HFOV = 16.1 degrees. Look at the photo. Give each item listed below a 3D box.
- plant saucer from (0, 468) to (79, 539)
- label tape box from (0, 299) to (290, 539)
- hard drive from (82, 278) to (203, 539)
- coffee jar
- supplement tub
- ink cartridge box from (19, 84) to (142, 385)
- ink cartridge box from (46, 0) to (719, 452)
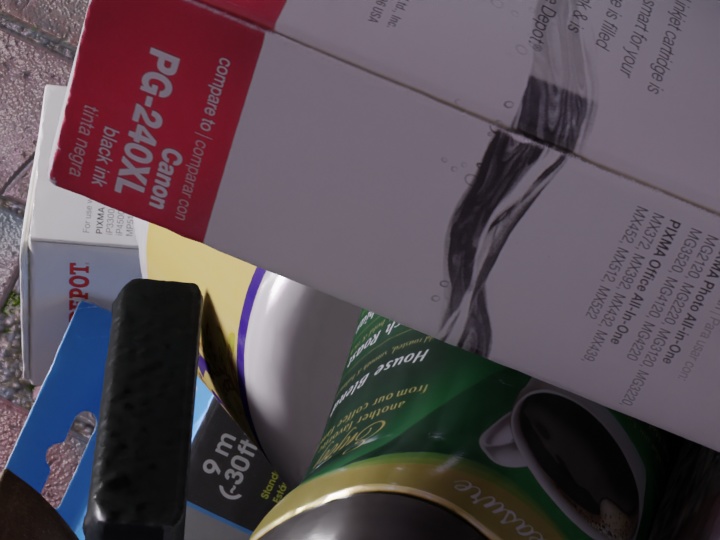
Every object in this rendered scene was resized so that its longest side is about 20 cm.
[{"bbox_3d":[-0.120,0.173,0.913,0.200,0.036,0.202,-174,90,-86],"label":"plant saucer"},{"bbox_3d":[-0.058,0.120,1.087,0.066,0.199,0.144,-104,39,-78],"label":"label tape box"},{"bbox_3d":[-0.080,0.123,0.883,0.140,0.033,0.201,-91,6,-58],"label":"hard drive"},{"bbox_3d":[0.035,0.055,0.700,0.085,0.104,0.201,-30,24,38],"label":"coffee jar"},{"bbox_3d":[0.000,0.000,0.946,0.146,0.145,0.200,-65,26,8],"label":"supplement tub"},{"bbox_3d":[-0.049,-0.006,1.139,0.147,0.198,0.083,104,170,-62],"label":"ink cartridge box"},{"bbox_3d":[0.039,-0.056,0.672,0.146,0.199,0.084,-66,-2,-46],"label":"ink cartridge box"}]
